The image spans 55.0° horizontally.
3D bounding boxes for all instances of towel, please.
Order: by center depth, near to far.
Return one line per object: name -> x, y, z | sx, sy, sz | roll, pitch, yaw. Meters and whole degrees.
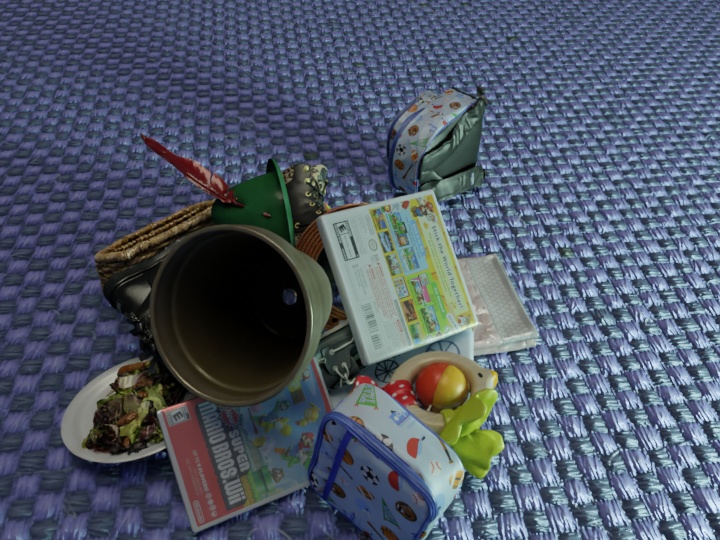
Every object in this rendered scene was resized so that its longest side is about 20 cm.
towel -> 0.151, 0.049, 1.056 | 0.190, 0.032, 0.200 | -5, 41, -8

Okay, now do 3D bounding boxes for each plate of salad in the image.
plate of salad -> -0.279, 0.159, 0.873 | 0.199, 0.048, 0.200 | -6, 32, 4

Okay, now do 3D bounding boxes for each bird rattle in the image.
bird rattle -> 0.085, 0.166, 0.854 | 0.199, 0.113, 0.163 | 8, 37, 32

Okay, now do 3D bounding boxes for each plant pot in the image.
plant pot -> -0.118, 0.043, 0.824 | 0.199, 0.201, 0.173 | 17, 10, 16

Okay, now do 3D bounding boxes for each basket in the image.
basket -> -0.298, -0.040, 1.046 | 0.142, 0.150, 0.200 | 34, 51, 31

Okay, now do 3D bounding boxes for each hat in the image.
hat -> -0.196, -0.069, 0.953 | 0.175, 0.166, 0.201 | -8, 47, -16

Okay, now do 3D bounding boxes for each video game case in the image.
video game case -> -0.123, 0.201, 0.819 | 0.199, 0.017, 0.144 | -17, 81, -21
video game case -> 0.052, 0.004, 0.923 | 0.181, 0.023, 0.201 | -16, 84, -27

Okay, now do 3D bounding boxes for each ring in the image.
ring -> 0.000, 0.000, 0.988 | 0.199, 0.202, 0.019 | -1, 21, -4

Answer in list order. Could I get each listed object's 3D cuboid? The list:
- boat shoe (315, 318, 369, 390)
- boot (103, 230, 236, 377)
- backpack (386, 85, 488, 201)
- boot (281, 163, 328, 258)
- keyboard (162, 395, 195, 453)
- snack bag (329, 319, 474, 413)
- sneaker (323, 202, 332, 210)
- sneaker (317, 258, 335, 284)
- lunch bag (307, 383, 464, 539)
boat shoe -> -0.024, 0.117, 0.904 | 0.062, 0.073, 0.200 | 31, 55, 35
boot -> -0.225, 0.040, 0.920 | 0.198, 0.074, 0.162 | -31, 57, -32
backpack -> 0.131, -0.223, 1.254 | 0.154, 0.201, 0.190 | 24, 52, 30
boot -> -0.063, -0.094, 1.060 | 0.199, 0.073, 0.151 | -17, 62, 31
keyboard -> -0.168, 0.176, 0.900 | 0.104, 0.040, 0.200 | 4, 34, 22
snack bag -> 0.052, 0.147, 0.928 | 0.199, 0.021, 0.189 | 0, 49, 8
sneaker -> -0.080, -0.092, 1.159 | 0.199, 0.091, 0.078 | 21, 43, 18
sneaker -> 0.020, -0.005, 1.058 | 0.199, 0.074, 0.081 | -12, 46, 15
lunch bag -> 0.016, 0.216, 0.736 | 0.160, 0.200, 0.076 | 36, 52, 15
